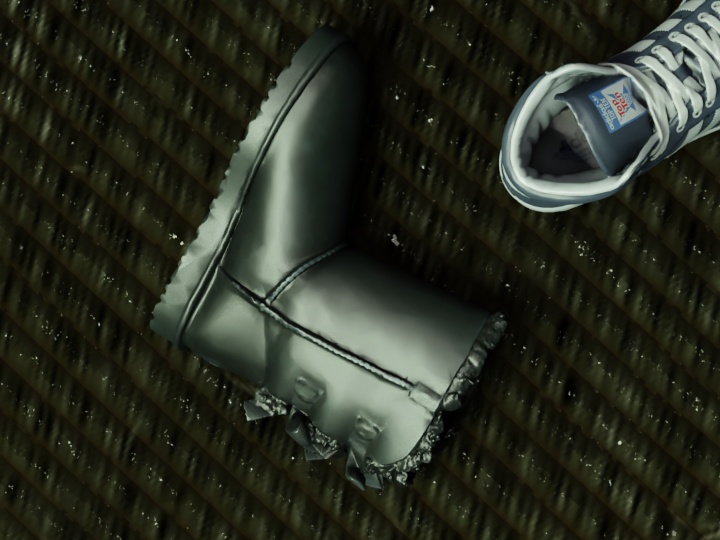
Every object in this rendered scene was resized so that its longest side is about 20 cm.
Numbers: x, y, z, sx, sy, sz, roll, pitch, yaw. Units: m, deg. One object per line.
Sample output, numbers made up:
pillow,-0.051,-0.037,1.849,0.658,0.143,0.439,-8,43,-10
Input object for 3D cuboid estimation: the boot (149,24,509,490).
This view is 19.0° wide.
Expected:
boot,0.000,0.000,1.082,0.162,0.073,0.199,31,103,11

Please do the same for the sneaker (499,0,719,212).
sneaker,0.151,-0.094,1.036,0.199,0.108,0.070,-35,85,8
